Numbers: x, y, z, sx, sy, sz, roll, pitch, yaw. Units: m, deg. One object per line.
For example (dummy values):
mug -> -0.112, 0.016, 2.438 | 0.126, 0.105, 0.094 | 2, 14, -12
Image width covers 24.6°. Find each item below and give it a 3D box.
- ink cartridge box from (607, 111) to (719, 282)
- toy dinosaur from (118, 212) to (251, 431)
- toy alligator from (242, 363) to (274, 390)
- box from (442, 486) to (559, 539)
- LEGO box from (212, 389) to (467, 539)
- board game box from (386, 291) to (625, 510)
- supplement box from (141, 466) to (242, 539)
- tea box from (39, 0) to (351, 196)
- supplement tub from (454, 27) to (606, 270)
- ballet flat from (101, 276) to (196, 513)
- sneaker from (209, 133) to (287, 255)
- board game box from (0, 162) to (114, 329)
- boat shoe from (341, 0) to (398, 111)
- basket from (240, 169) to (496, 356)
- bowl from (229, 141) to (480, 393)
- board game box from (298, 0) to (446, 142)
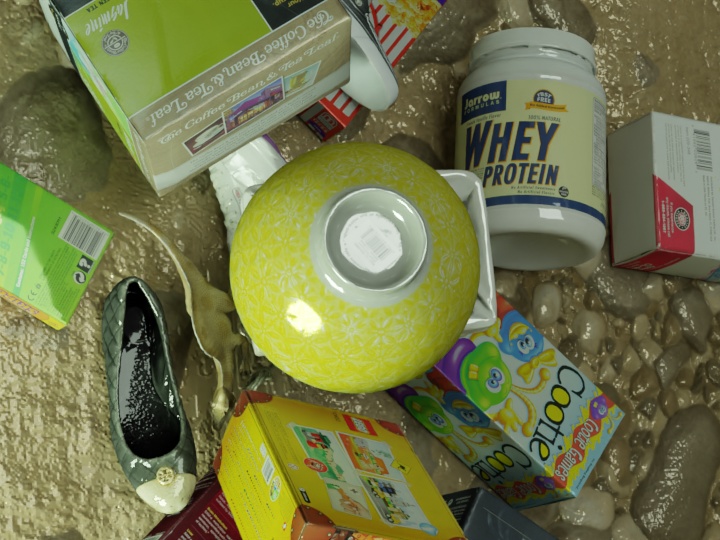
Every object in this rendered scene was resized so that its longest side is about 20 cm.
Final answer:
ink cartridge box -> 0.357, -0.069, 1.694 | 0.199, 0.086, 0.149 | 9, 72, -28
toy dinosaur -> -0.128, 0.029, 1.388 | 0.101, 0.058, 0.201 | -43, 113, -72
toy alligator -> -0.028, 0.052, 1.465 | 0.054, 0.059, 0.200 | 44, 61, -11
box -> 0.121, 0.323, 1.447 | 0.199, 0.104, 0.183 | 35, 64, -16
LEGO box -> -0.016, 0.186, 1.283 | 0.148, 0.200, 0.078 | 16, 109, -24
board game box -> 0.124, 0.112, 1.506 | 0.200, 0.103, 0.105 | 43, 61, -12
supplement box -> -0.097, 0.217, 1.382 | 0.109, 0.061, 0.200 | 50, 60, -8
tea box -> -0.140, -0.207, 1.375 | 0.199, 0.134, 0.197 | -31, 75, -10
supplement tub -> 0.161, -0.113, 1.564 | 0.144, 0.145, 0.201 | 11, 71, -26
ballet flat -> -0.179, 0.102, 1.356 | 0.066, 0.057, 0.201 | -12, 73, -11
sneaker -> -0.097, -0.062, 1.450 | 0.200, 0.075, 0.100 | 45, 80, -1
board game box -> -0.309, -0.042, 1.356 | 0.199, 0.030, 0.096 | 34, 62, -20
boat shoe -> -0.021, -0.239, 1.492 | 0.068, 0.072, 0.200 | -37, 88, -29
basket -> 0.000, 0.000, 1.367 | 0.199, 0.123, 0.137 | -4, 79, -9
bowl -> 0.003, -0.011, 1.251 | 0.199, 0.108, 0.202 | 2, 79, -8
board game box -> -0.024, -0.244, 1.555 | 0.151, 0.046, 0.200 | 43, 61, -12
